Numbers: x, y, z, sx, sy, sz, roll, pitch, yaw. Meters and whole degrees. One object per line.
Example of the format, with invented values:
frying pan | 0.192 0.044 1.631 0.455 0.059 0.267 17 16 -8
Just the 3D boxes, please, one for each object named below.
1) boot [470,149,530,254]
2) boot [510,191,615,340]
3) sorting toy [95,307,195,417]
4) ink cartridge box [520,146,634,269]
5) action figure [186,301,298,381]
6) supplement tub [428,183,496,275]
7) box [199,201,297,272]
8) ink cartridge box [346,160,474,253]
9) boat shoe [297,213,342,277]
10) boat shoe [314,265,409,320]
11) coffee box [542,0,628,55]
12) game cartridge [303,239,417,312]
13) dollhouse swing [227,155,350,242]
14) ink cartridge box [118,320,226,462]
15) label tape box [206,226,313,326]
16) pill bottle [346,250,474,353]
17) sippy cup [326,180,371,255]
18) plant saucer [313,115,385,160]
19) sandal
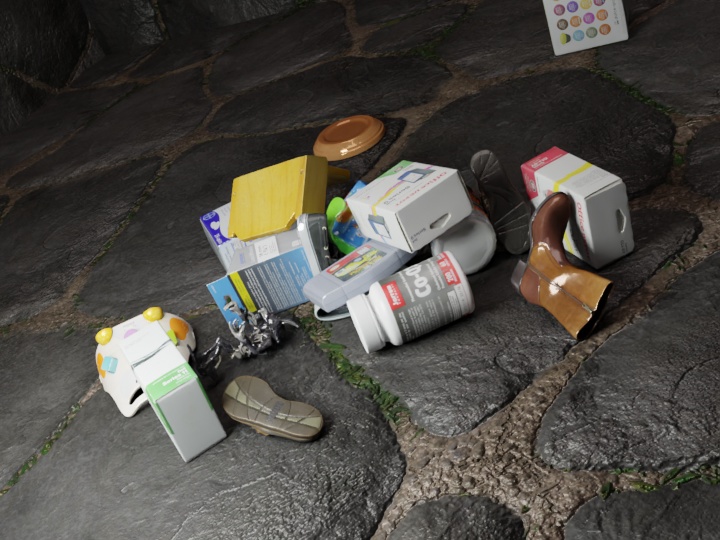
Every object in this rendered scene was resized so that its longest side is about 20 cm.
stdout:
boot | 0.267 -0.121 1.712 0.072 0.202 0.151 -27 -9 6
boot | 0.332 -0.014 1.448 0.190 0.068 0.200 -63 29 9
sorting toy | -0.400 0.181 1.690 0.198 0.108 0.181 -25 49 -7
ink cartridge box | 0.378 -0.112 1.585 0.082 0.147 0.200 -26 30 -12
action figure | -0.216 0.117 1.646 0.198 0.103 0.119 -28 19 -9
supplement tub | 0.178 -0.089 1.700 0.121 0.124 0.201 -19 30 4
box | -0.228 -0.088 1.978 0.198 0.106 0.184 -27 31 -11
ink cartridge box | 0.086 -0.117 1.607 0.144 0.088 0.199 -34 25 -15
boat shoe | -0.064 -0.027 1.680 0.056 0.201 0.069 -9 46 10
boat shoe | 0.006 0.049 1.650 0.198 0.071 0.072 -17 30 20
coffee box | 0.588 -0.711 2.365 0.195 0.202 0.201 -8 32 22
game cartridge | 0.000 0.000 1.616 0.199 0.041 0.133 -33 24 -14
dollhouse swing | -0.130 -0.128 1.805 0.198 0.175 0.185 -12 64 35
ink cartridge box | -0.317 0.198 1.513 0.082 0.148 0.200 -30 38 -16
label tape box | -0.182 0.017 1.730 0.197 0.145 0.064 -21 45 0
pill bottle | 0.084 0.056 1.535 0.197 0.115 0.114 -24 30 -4
sippy cup | 0.007 -0.096 1.753 0.132 0.138 0.178 -59 0 9
plant saucer | -0.033 -0.350 2.345 0.197 0.038 0.201 -16 31 10
sandal | -0.142 0.233 1.464 0.197 0.055 0.082 15 50 26
